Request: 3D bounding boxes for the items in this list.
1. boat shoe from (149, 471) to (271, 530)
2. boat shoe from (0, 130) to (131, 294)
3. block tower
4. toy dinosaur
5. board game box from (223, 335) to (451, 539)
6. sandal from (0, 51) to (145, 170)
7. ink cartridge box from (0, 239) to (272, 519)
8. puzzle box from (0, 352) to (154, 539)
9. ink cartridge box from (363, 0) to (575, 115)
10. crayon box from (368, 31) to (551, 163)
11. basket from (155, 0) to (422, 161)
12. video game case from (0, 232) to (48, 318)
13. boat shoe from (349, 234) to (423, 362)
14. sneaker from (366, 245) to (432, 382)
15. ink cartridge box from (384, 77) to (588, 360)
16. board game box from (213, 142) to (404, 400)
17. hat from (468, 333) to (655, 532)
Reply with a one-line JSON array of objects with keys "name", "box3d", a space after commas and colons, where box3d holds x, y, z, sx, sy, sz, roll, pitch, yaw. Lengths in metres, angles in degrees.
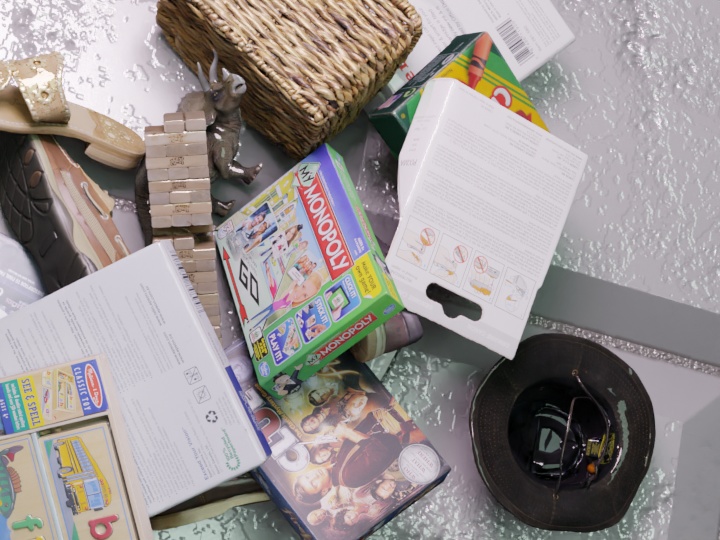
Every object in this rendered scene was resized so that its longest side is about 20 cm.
[{"name": "boat shoe", "box3d": [-0.093, 0.170, 1.333, 0.200, 0.070, 0.071, -11, 87, -22]}, {"name": "boat shoe", "box3d": [-0.251, -0.045, 1.319, 0.074, 0.076, 0.200, -10, 68, -47]}, {"name": "block tower", "box3d": [-0.152, -0.034, 1.319, 0.054, 0.058, 0.201, -4, 104, -5]}, {"name": "toy dinosaur", "box3d": [-0.153, -0.090, 1.371, 0.102, 0.077, 0.200, 39, 101, -6]}, {"name": "board game box", "box3d": [-0.037, 0.134, 1.308, 0.135, 0.035, 0.200, -33, 73, -24]}, {"name": "sandal", "box3d": [-0.261, -0.152, 1.292, 0.211, 0.070, 0.078, 20, 27, -39]}, {"name": "ink cartridge box", "box3d": [-0.201, 0.105, 1.238, 0.200, 0.043, 0.197, -25, 90, 8]}, {"name": "puzzle box", "box3d": [-0.241, 0.176, 1.213, 0.133, 0.025, 0.201, -14, 92, 6]}, {"name": "ink cartridge box", "box3d": [0.082, -0.219, 1.467, 0.200, 0.084, 0.146, -37, 95, -22]}, {"name": "crayon box", "box3d": [0.113, -0.100, 1.398, 0.127, 0.051, 0.200, -43, 111, -21]}, {"name": "basket", "box3d": [-0.065, -0.218, 1.378, 0.200, 0.143, 0.149, 43, 71, 3]}, {"name": "video game case", "box3d": [-0.326, 0.068, 1.298, 0.143, 0.019, 0.200, 29, 70, -13]}, {"name": "boat shoe", "box3d": [0.000, 0.000, 1.351, 0.065, 0.072, 0.200, -4, 42, -19]}, {"name": "sneaker", "box3d": [0.015, 0.021, 1.404, 0.079, 0.074, 0.200, 29, 71, -7]}, {"name": "ink cartridge box", "box3d": [0.098, -0.044, 1.337, 0.161, 0.050, 0.200, 26, 81, -27]}, {"name": "board game box", "box3d": [-0.049, -0.003, 1.306, 0.134, 0.200, 0.029, -38, 133, 15]}, {"name": "hat", "box3d": [0.174, 0.151, 1.433, 0.200, 0.081, 0.201, 2, 84, -26]}]
